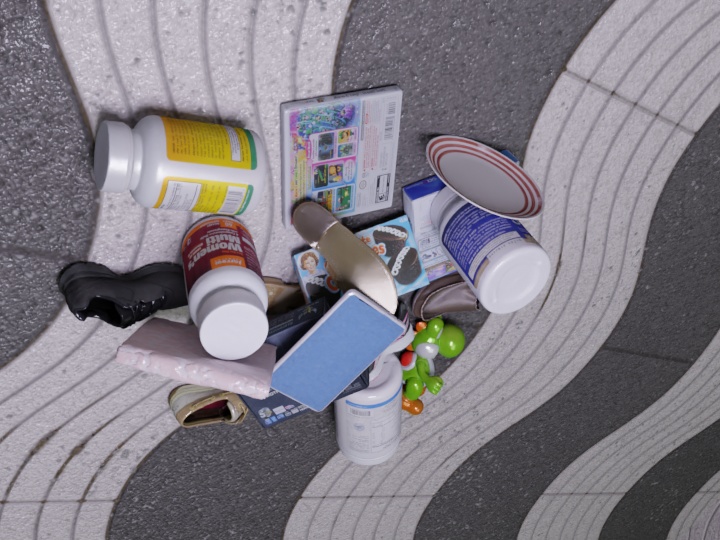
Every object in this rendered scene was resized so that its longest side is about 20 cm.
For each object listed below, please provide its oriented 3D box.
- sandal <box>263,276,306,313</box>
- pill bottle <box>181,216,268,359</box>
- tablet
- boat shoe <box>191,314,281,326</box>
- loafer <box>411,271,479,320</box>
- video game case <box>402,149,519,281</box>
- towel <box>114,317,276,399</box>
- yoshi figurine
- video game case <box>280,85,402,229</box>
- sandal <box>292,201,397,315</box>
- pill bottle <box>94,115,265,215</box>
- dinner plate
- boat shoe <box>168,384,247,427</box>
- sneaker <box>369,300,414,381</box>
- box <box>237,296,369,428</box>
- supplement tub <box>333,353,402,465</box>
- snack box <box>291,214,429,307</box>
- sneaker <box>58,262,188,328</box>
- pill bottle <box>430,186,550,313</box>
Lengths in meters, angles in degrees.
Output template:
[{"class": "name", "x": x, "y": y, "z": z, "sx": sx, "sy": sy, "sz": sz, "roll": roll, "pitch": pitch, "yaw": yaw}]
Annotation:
[{"class": "sandal", "x": -0.086, "y": 0.059, "z": 1.272, "sx": 0.208, "sy": 0.070, "sz": 0.079, "roll": 5, "pitch": 125, "yaw": -33}, {"class": "pill bottle", "x": -0.185, "y": 0.021, "z": 1.078, "sx": 0.107, "sy": 0.201, "sz": 0.112, "roll": -9, "pitch": 126, "yaw": -12}, {"class": "tablet", "x": -0.038, "y": 0.121, "z": 1.152, "sx": 0.200, "sy": 0.014, "sz": 0.129, "roll": -44, "pitch": 128, "yaw": 16}, {"class": "boat shoe", "x": -0.175, "y": 0.101, "z": 1.259, "sx": 0.195, "sy": 0.065, "sz": 0.073, "roll": 5, "pitch": 125, "yaw": -8}, {"class": "loafer", "x": 0.184, "y": 0.038, "z": 1.408, "sx": 0.197, "sy": 0.071, "sz": 0.074, "roll": -26, "pitch": 136, "yaw": -8}, {"class": "video game case", "x": 0.168, "y": -0.086, "z": 1.310, "sx": 0.196, "sy": 0.046, "sz": 0.184, "roll": -20, "pitch": 133, "yaw": -13}, {"class": "towel", "x": -0.213, "y": 0.116, "z": 1.066, "sx": 0.195, "sy": 0.191, "sz": 0.033, "roll": 14, "pitch": 97, "yaw": -5}, {"class": "yoshi figurine", "x": 0.137, "y": 0.173, "z": 1.482, "sx": 0.110, "sy": 0.112, "sz": 0.203, "roll": -13, "pitch": 132, "yaw": -41}, {"class": "video game case", "x": -0.029, "y": -0.163, "z": 1.148, "sx": 0.178, "sy": 0.024, "sz": 0.203, "roll": -13, "pitch": 133, "yaw": -19}, {"class": "sandal", "x": -0.022, "y": -0.018, "z": 1.179, "sx": 0.077, "sy": 0.070, "sz": 0.212, "roll": -42, "pitch": 99, "yaw": -1}, {"class": "pill bottle", "x": -0.228, "y": -0.133, "z": 0.993, "sx": 0.196, "sy": 0.113, "sz": 0.114, "roll": 2, "pitch": 127, "yaw": -31}, {"class": "dinner plate", "x": 0.183, "y": -0.134, "z": 1.167, "sx": 0.196, "sy": 0.202, "sz": 0.025, "roll": 4, "pitch": 130, "yaw": -32}, {"class": "boat shoe", "x": -0.225, "y": 0.230, "z": 1.341, "sx": 0.196, "sy": 0.067, "sz": 0.075, "roll": -7, "pitch": 131, "yaw": -25}, {"class": "sneaker", "x": 0.016, "y": 0.117, "z": 1.361, "sx": 0.199, "sy": 0.079, "sz": 0.088, "roll": -40, "pitch": 133, "yaw": -42}, {"class": "box", "x": -0.105, "y": 0.147, "z": 1.218, "sx": 0.196, "sy": 0.051, "sz": 0.159, "roll": -23, "pitch": 120, "yaw": 14}, {"class": "supplement tub", "x": 0.013, "y": 0.246, "z": 1.447, "sx": 0.129, "sy": 0.133, "sz": 0.203, "roll": -16, "pitch": 135, "yaw": -16}, {"class": "snack box", "x": 0.000, "y": 0.000, "z": 1.246, "sx": 0.196, "sy": 0.037, "sz": 0.119, "roll": -20, "pitch": 92, "yaw": -14}, {"class": "sneaker", "x": -0.319, "y": 0.043, "z": 1.109, "sx": 0.196, "sy": 0.091, "sz": 0.077, "roll": -2, "pitch": 128, "yaw": -30}, {"class": "pill bottle", "x": 0.186, "y": -0.043, "z": 1.181, "sx": 0.117, "sy": 0.201, "sz": 0.122, "roll": -15, "pitch": 134, "yaw": -17}]
